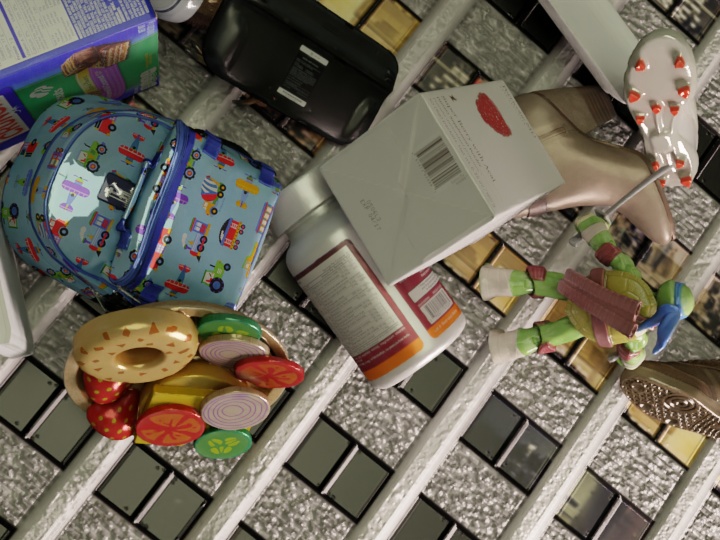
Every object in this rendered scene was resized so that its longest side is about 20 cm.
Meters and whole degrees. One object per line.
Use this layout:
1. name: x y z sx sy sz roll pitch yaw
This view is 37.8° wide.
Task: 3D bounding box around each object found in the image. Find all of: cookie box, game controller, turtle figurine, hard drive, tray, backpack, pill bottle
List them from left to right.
1. hard drive: -0.300 0.002 0.862 0.026 0.200 0.133 -13 86 -14
2. cookie box: -0.278 -0.180 0.905 0.199 0.171 0.076 -25 86 -13
3. backpack: -0.192 -0.055 0.901 0.199 0.134 0.184 30 78 -29
4. game controller: -0.052 -0.194 0.977 0.199 0.042 0.105 26 105 -38
5. pill bottle: 0.000 0.000 0.975 0.109 0.110 0.201 -36 92 -14
6. tray: 0.226 -0.259 1.077 0.107 0.022 0.201 -32 86 -45
7. turtle figurine: 0.222 0.025 1.018 0.192 0.145 0.201 -7 41 19

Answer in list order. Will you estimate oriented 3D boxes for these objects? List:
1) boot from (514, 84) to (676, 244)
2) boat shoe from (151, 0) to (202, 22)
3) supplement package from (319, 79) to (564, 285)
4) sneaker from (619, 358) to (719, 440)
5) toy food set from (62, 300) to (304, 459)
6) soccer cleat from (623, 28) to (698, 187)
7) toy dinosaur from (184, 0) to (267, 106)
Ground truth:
1. boot: 0.211 -0.089 1.056 0.145 0.070 0.201 -26 84 -12
2. boat shoe: -0.205 -0.294 0.942 0.074 0.067 0.200 -49 52 16
3. supplement package: 0.080 -0.085 0.942 0.119 0.200 0.122 -34 86 29
4. sneaker: 0.354 0.122 1.071 0.199 0.070 0.076 23 59 -11
5. toy food set: -0.151 0.094 0.896 0.196 0.201 0.049 8 47 -20
6. soccer cleat: 0.300 -0.166 1.036 0.069 0.201 0.078 0 51 22
7. toy dinosaur: -0.145 -0.253 0.991 0.199 0.086 0.136 30 85 -2
